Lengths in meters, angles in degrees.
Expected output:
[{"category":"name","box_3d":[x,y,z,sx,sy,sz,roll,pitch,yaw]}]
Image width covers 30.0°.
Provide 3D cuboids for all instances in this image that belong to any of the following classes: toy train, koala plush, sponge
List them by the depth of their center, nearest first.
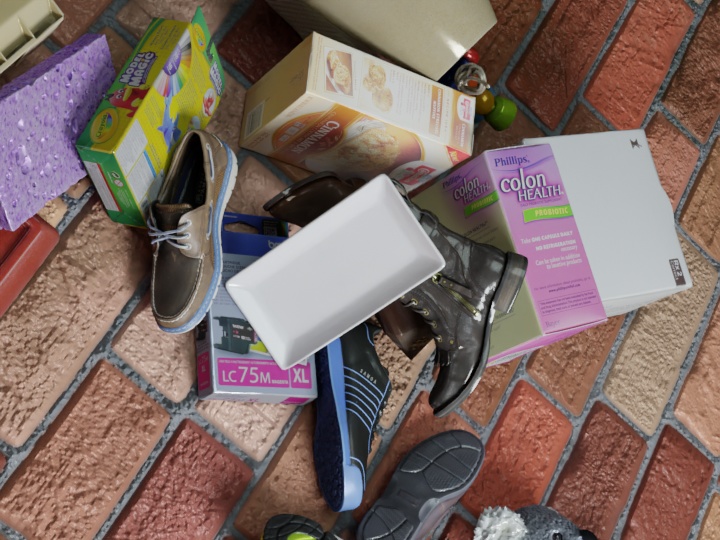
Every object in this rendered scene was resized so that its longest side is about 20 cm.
[{"category":"sponge","box_3d":[-0.286,-0.132,1.245,0.200,0.030,0.112,-49,136,-49]},{"category":"koala plush","box_3d":[0.197,0.331,1.377,0.177,0.183,0.201,7,51,-55]},{"category":"toy train","box_3d":[0.130,-0.193,1.503,0.115,0.200,0.085,28,94,-31]}]

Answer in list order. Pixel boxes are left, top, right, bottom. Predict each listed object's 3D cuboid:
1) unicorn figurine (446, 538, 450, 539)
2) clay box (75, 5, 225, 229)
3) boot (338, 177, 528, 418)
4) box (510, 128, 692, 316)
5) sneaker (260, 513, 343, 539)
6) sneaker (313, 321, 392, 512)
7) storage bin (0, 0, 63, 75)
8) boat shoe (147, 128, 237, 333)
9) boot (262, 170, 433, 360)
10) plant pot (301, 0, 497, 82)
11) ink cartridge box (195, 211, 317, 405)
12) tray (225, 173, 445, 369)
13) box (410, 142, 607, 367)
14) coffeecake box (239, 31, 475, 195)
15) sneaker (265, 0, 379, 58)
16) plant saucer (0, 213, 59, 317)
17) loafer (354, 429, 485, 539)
[{"category":"unicorn figurine","box_3d":[0.080,0.371,1.324,0.200,0.074,0.138,-37,84,-31]},{"category":"clay box","box_3d":[-0.199,-0.155,1.319,0.047,0.115,0.201,11,56,19]},{"category":"boot","box_3d":[0.056,0.028,1.334,0.173,0.069,0.201,23,97,-4]},{"category":"box","box_3d":[0.248,-0.046,1.553,0.199,0.131,0.200,-8,76,-34]},{"category":"sneaker","box_3d":[-0.018,0.301,1.281,0.199,0.081,0.074,31,45,-10]},{"category":"sneaker","box_3d":[-0.004,0.142,1.360,0.077,0.070,0.201,4,70,-26]},{"category":"storage bin","box_3d":[-0.403,-0.234,1.204,0.198,0.094,0.200,44,44,-10]},{"category":"boat shoe","box_3d":[-0.174,-0.041,1.297,0.072,0.072,0.201,45,49,-62]},{"category":"boot","box_3d":[0.000,0.000,1.381,0.186,0.064,0.201,-9,70,-56]},{"category":"plant pot","box_3d":[0.042,-0.300,1.397,0.200,0.187,0.187,46,55,-3]},{"category":"ink cartridge box","box_3d":[-0.108,0.032,1.354,0.119,0.042,0.201,6,68,-31]},{"category":"tray","box_3d":[-0.025,0.002,1.300,0.108,0.199,0.022,55,17,-5]},{"category":"box","box_3d":[0.147,-0.009,1.447,0.096,0.176,0.201,-11,78,-34]},{"category":"coffeecake box","box_3d":[-0.003,-0.156,1.418,0.199,0.153,0.074,18,65,-26]},{"category":"sneaker","box_3d":[-0.027,-0.286,1.500,0.200,0.074,0.082,49,59,-8]},{"category":"plant saucer","box_3d":[-0.392,-0.028,1.195,0.200,0.037,0.200,40,56,-14]},{"category":"loafer","box_3d":[0.056,0.239,1.380,0.072,0.063,0.200,33,47,18]}]
